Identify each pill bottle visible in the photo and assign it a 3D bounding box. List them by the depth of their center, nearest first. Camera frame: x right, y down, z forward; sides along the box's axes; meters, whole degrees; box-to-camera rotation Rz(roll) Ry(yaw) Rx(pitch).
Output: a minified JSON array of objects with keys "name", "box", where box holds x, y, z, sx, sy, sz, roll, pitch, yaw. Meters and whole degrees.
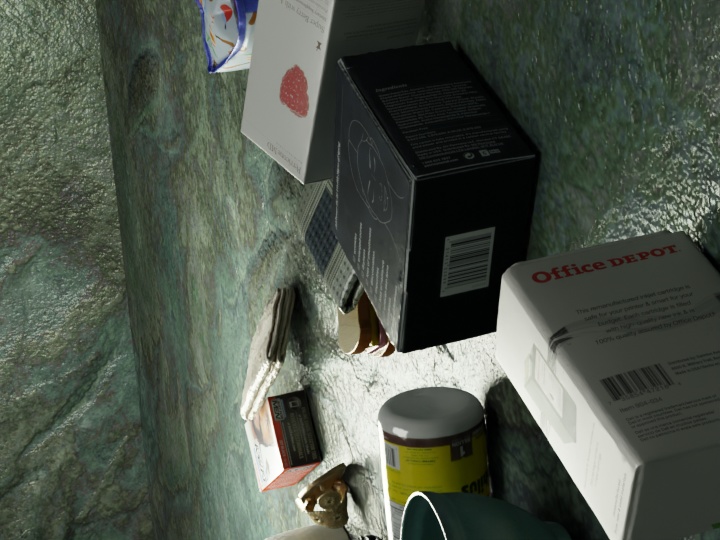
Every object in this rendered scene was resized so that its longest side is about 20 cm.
[{"name":"pill bottle","box":[0.078,0.228,1.551,0.109,0.108,0.202,-143,45,-65]}]

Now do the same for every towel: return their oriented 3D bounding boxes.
[{"name":"towel","box":[-0.003,-0.086,1.668,0.201,0.034,0.193,-65,31,25]},{"name":"towel","box":[-0.137,0.119,2.204,0.201,0.034,0.134,118,164,-54]}]

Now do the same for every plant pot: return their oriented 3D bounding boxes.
[{"name":"plant pot","box":[0.124,0.293,1.382,0.200,0.133,0.203,175,90,-77]}]

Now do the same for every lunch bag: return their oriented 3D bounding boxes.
[{"name":"lunch bag","box":[-0.080,-0.294,1.655,0.200,0.168,0.125,-178,73,-74]}]

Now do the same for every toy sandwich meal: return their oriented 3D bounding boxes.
[{"name":"toy sandwich meal","box":[0.000,0.000,1.732,0.205,0.069,0.208,169,90,-73]}]

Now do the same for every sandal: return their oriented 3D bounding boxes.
[{"name":"sandal","box":[-0.040,0.319,2.089,0.070,0.077,0.212,55,165,8]}]

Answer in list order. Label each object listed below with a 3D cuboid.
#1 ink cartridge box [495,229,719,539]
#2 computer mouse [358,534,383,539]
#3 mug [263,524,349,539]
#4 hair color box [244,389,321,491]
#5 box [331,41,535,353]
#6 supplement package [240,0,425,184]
[{"name":"ink cartridge box","box":[0.194,0.073,1.016,0.201,0.144,0.085,-119,24,-47]},{"name":"computer mouse","box":[0.023,0.445,1.973,0.139,0.052,0.202,132,137,-68]},{"name":"mug","box":[-0.109,0.435,2.169,0.200,0.173,0.149,-139,42,-64]},{"name":"hair color box","box":[-0.118,0.257,2.286,0.200,0.063,0.112,130,129,-67]},{"name":"box","box":[0.059,-0.069,1.408,0.197,0.123,0.202,-121,26,-45]},{"name":"supplement package","box":[-0.030,-0.208,1.526,0.121,0.119,0.202,39,131,38]}]
